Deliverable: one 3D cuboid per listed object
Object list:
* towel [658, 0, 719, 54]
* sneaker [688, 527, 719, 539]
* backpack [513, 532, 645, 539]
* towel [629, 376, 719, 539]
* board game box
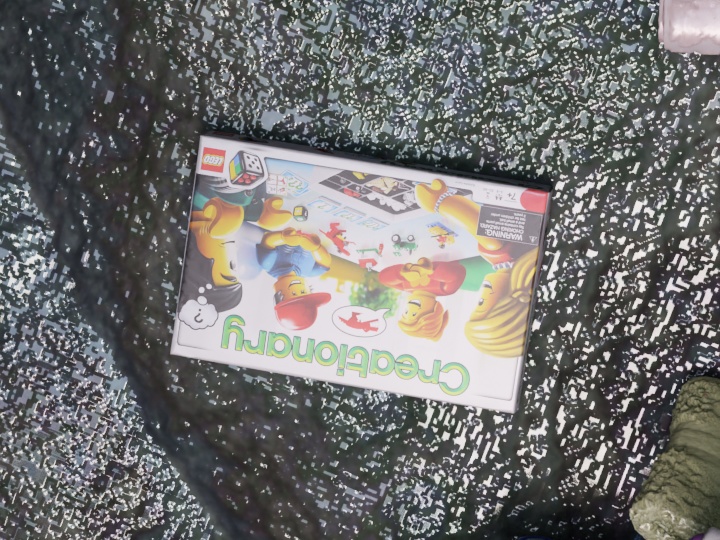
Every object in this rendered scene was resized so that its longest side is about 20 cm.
[{"bbox_3d":[0.256,-0.204,1.435,0.199,0.032,0.192,1,80,10],"label":"towel"},{"bbox_3d":[0.181,0.232,1.369,0.099,0.075,0.201,15,87,6],"label":"sneaker"},{"bbox_3d":[0.140,0.209,1.502,0.199,0.183,0.135,32,104,8],"label":"backpack"},{"bbox_3d":[0.245,0.145,1.501,0.199,0.149,0.037,31,126,2],"label":"towel"},{"bbox_3d":[0.000,0.000,1.561,0.199,0.035,0.127,9,99,6],"label":"board game box"}]
